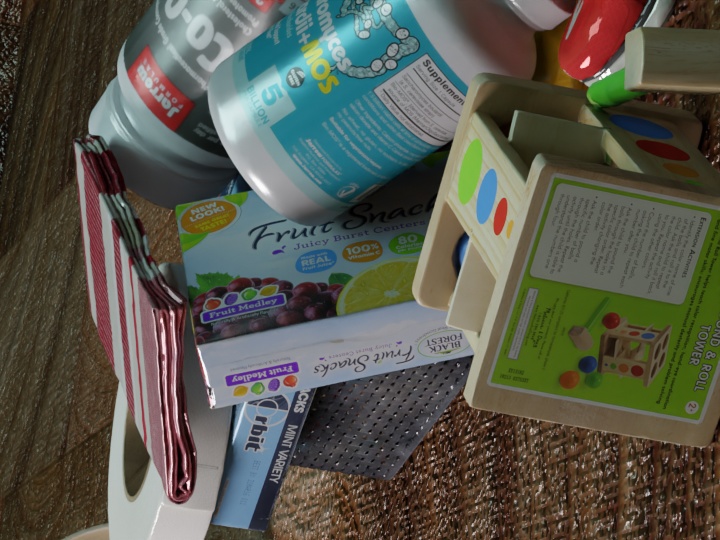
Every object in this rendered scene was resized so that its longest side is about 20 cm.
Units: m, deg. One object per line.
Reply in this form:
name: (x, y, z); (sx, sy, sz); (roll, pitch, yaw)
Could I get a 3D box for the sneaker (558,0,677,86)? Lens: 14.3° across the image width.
sneaker: (0.133, -0.194, 1.506); (0.077, 0.085, 0.201); (-106, 30, -59)

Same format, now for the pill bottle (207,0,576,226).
pill bottle: (0.021, -0.119, 1.600); (0.200, 0.111, 0.111); (-34, 37, 20)

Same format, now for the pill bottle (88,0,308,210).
pill bottle: (-0.077, -0.135, 1.745); (0.200, 0.114, 0.114); (-50, 31, 33)

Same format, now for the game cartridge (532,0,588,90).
game cartridge: (0.115, -0.186, 1.664); (0.176, 0.032, 0.201); (179, 101, -74)

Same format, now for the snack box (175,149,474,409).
snack box: (0.000, 0.000, 1.647); (0.142, 0.199, 0.053); (-104, 3, -55)

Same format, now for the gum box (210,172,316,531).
gum box: (-0.067, 0.034, 1.804); (0.200, 0.044, 0.170); (-102, 26, -54)

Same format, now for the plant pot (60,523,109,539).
plant pot: (-0.174, 0.313, 2.151); (0.200, 0.187, 0.188); (99, 173, -62)

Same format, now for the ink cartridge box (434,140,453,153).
ink cartridge box: (0.040, -0.167, 1.901); (0.119, 0.042, 0.201); (142, 137, -67)

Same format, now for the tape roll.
tape roll: (-0.121, 0.096, 1.815); (0.203, 0.037, 0.204); (-171, 90, -75)

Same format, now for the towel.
towel: (-0.135, 0.025, 1.713); (0.200, 0.023, 0.144); (-120, 23, -51)

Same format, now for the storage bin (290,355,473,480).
storage bin: (0.003, 0.032, 1.813); (0.200, 0.093, 0.136); (122, 153, -55)

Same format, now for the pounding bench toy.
pounding bench toy: (0.119, -0.044, 1.393); (0.156, 0.124, 0.201); (-116, 39, -65)
